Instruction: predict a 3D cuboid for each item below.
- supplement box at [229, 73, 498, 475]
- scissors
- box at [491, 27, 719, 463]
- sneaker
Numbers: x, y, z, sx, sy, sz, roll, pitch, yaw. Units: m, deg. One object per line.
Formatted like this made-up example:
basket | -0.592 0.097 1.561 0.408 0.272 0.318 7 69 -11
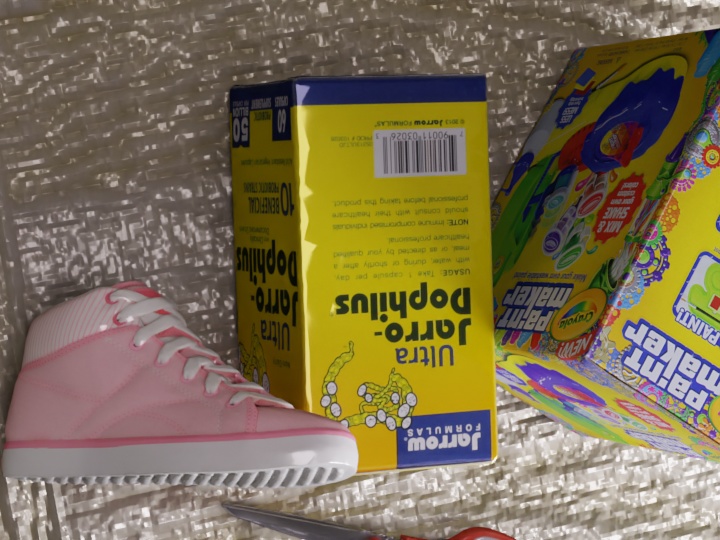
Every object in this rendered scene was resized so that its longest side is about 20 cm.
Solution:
supplement box | 0.000 0.000 1.150 0.109 0.109 0.201 -3 93 -21
scissors | 0.019 0.150 1.215 0.200 0.014 0.073 33 82 -18
box | 0.162 -0.013 1.165 0.122 0.200 0.193 32 79 -19
sneaker | -0.091 0.054 1.087 0.075 0.200 0.105 22 70 -57
